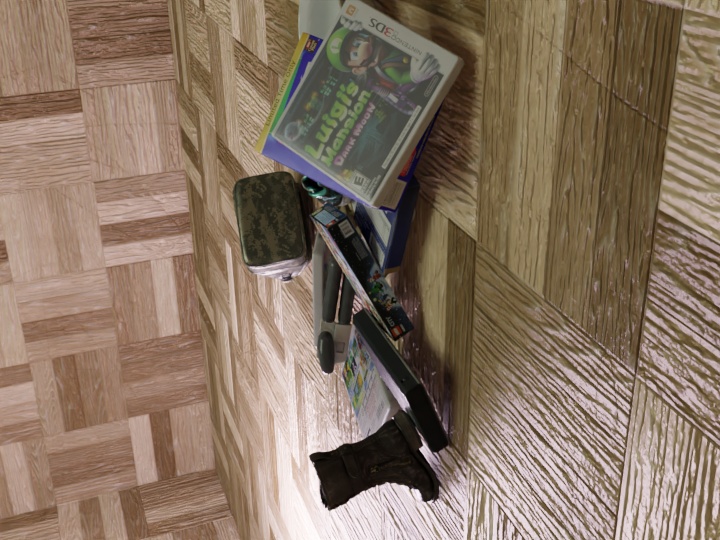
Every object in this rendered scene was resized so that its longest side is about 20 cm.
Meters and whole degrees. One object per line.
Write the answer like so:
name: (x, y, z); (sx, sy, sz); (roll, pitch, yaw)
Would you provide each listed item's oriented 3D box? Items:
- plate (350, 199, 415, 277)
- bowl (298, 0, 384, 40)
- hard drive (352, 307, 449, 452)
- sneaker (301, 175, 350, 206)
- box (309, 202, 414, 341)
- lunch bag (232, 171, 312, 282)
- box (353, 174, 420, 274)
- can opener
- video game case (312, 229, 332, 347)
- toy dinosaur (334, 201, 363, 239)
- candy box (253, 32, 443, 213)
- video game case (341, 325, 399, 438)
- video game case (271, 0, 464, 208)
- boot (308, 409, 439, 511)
plate: (0.033, -0.115, 1.400); (0.200, 0.032, 0.202); (113, 143, -58)
bowl: (-0.018, -0.338, 1.338); (0.201, 0.089, 0.204); (171, 90, -71)
hard drive: (0.057, 0.161, 1.380); (0.200, 0.033, 0.140); (52, 170, 52)
sneaker: (-0.052, -0.142, 1.448); (0.200, 0.090, 0.079); (151, 109, -72)
box: (0.000, 0.000, 1.393); (0.201, 0.037, 0.137); (59, 174, -16)
lunch bag: (-0.175, -0.088, 1.889); (0.168, 0.137, 0.203); (83, 176, -77)
box: (0.036, -0.107, 1.293); (0.201, 0.032, 0.122); (100, 151, -47)
can opener: (-0.038, 0.077, 1.541); (0.067, 0.053, 0.202); (-93, 10, -63)
video game case: (-0.063, 0.002, 1.647); (0.183, 0.022, 0.202); (-81, -6, -54)
toy dinosaur: (-0.016, -0.058, 1.576); (0.101, 0.057, 0.203); (111, 148, -85)
candy box: (-0.016, -0.191, 1.188); (0.199, 0.077, 0.171); (27, 99, 29)
video game case: (0.014, 0.205, 1.620); (0.201, 0.022, 0.184); (104, 151, -53)
video game case: (0.004, -0.206, 1.123); (0.181, 0.023, 0.201); (36, 101, 27)
boot: (0.018, 0.310, 1.397); (0.069, 0.173, 0.202); (48, 163, 57)
